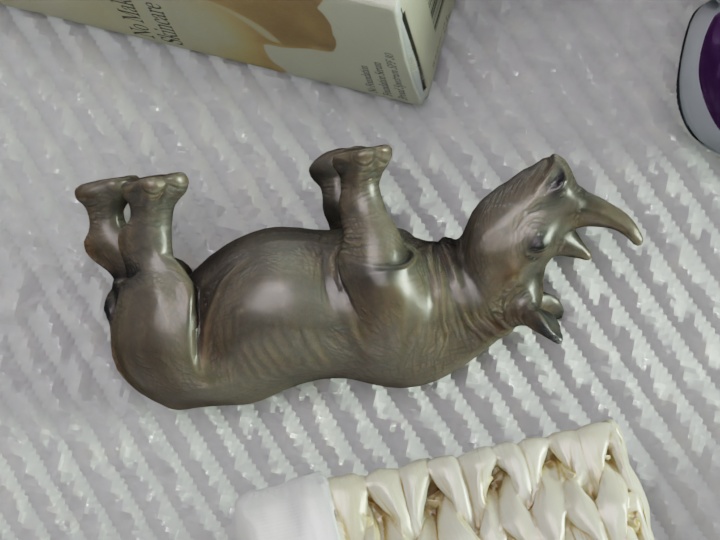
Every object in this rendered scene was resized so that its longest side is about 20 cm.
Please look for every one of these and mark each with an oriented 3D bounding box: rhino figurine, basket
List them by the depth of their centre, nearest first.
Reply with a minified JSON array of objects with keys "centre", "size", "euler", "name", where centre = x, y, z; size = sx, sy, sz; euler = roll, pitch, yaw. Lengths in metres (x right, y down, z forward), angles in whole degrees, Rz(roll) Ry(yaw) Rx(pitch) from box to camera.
[{"centre":[0.050,0.155,0.707],"size":[0.123,0.136,0.200],"euler":[-17,75,1],"name":"basket"},{"centre":[0.000,0.000,0.788],"size":[0.200,0.060,0.088],"euler":[-7,95,5],"name":"rhino figurine"}]

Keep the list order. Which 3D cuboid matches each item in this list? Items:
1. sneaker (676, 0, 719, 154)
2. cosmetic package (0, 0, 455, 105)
[{"centre":[0.167,-0.125,0.745],"size":[0.088,0.074,0.200],"euler":[30,124,45],"name":"sneaker"},{"centre":[-0.066,-0.129,0.807],"size":[0.200,0.105,0.071],"euler":[14,77,12],"name":"cosmetic package"}]
